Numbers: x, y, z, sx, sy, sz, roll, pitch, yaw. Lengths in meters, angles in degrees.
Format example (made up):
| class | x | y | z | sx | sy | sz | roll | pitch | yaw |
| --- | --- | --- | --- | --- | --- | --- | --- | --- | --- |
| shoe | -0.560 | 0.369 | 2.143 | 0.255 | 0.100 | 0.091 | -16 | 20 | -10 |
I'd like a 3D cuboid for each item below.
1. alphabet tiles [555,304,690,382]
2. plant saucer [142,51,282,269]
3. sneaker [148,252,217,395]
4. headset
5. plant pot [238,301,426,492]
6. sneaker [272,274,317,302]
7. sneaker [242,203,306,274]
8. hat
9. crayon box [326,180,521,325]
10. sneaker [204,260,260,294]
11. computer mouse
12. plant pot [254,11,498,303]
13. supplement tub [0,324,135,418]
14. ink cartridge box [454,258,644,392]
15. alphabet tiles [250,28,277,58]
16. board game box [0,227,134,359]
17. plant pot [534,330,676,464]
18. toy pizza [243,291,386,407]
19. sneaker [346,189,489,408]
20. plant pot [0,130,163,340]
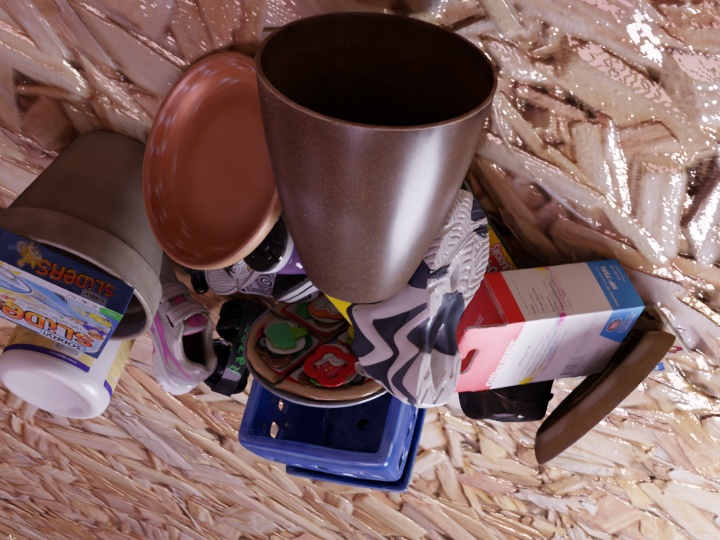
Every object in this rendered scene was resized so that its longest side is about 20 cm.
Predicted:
| class | x | y | z | sx | sy | sz | roll | pitch | yaw |
| --- | --- | --- | --- | --- | --- | --- | --- | --- | --- |
| alphabet tiles | 0.266 | 0.079 | 1.212 | 0.199 | 0.008 | 0.167 | -10 | 139 | 39 |
| plant saucer | -0.127 | -0.099 | 0.972 | 0.199 | 0.202 | 0.037 | -10 | 167 | 39 |
| sneaker | -0.228 | 0.053 | 1.304 | 0.088 | 0.081 | 0.201 | -15 | 102 | 42 |
| headset | -0.178 | 0.095 | 1.370 | 0.093 | 0.124 | 0.200 | 20 | 172 | -10 |
| plant pot | -0.016 | 0.170 | 1.329 | 0.199 | 0.201 | 0.180 | 5 | 153 | 20 |
| sneaker | 0.000 | 0.000 | 1.135 | 0.115 | 0.076 | 0.200 | 34 | 132 | -28 |
| sneaker | -0.096 | -0.071 | 1.024 | 0.087 | 0.201 | 0.076 | 10 | 133 | -48 |
| hat | 0.160 | 0.135 | 1.201 | 0.199 | 0.081 | 0.201 | 7 | -178 | 0 |
| crayon box | 0.067 | 0.008 | 1.072 | 0.172 | 0.058 | 0.200 | -30 | 133 | 10 |
| sneaker | -0.139 | -0.035 | 1.140 | 0.078 | 0.082 | 0.200 | 40 | 141 | 9 |
| computer mouse | -0.131 | -0.005 | 1.256 | 0.199 | 0.044 | 0.110 | 8 | 142 | 26 |
| plant pot | 0.004 | -0.079 | 0.863 | 0.186 | 0.187 | 0.201 | 13 | 129 | 8 |
| supplement tub | -0.356 | 0.070 | 1.337 | 0.144 | 0.201 | 0.146 | 13 | 149 | 8 |
| ink cartridge box | 0.168 | 0.057 | 1.060 | 0.199 | 0.067 | 0.117 | -5 | 141 | -21 |
| alphabet tiles | -0.015 | -0.152 | 0.988 | 0.165 | 0.006 | 0.200 | 4 | 146 | 22 |
| board game box | -0.339 | 0.014 | 1.060 | 0.199 | 0.035 | 0.135 | 25 | 149 | -12 |
| plant pot | 0.254 | 0.130 | 1.127 | 0.027 | 0.200 | 0.200 | 46 | 150 | 8 |
| toy pizza | -0.034 | 0.078 | 1.197 | 0.199 | 0.201 | 0.032 | 10 | 128 | 13 |
| sneaker | 0.041 | 0.019 | 0.986 | 0.079 | 0.201 | 0.129 | 3 | -173 | -45 |
| plant pot | -0.288 | -0.047 | 1.139 | 0.199 | 0.174 | 0.200 | 13 | 148 | 8 |
